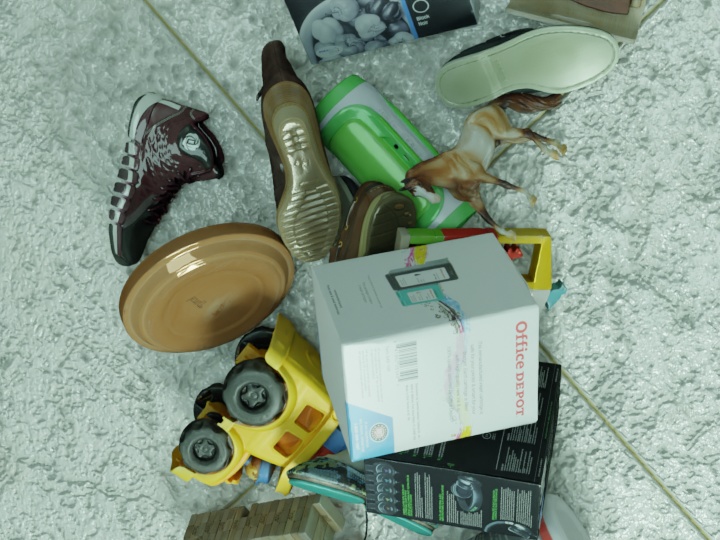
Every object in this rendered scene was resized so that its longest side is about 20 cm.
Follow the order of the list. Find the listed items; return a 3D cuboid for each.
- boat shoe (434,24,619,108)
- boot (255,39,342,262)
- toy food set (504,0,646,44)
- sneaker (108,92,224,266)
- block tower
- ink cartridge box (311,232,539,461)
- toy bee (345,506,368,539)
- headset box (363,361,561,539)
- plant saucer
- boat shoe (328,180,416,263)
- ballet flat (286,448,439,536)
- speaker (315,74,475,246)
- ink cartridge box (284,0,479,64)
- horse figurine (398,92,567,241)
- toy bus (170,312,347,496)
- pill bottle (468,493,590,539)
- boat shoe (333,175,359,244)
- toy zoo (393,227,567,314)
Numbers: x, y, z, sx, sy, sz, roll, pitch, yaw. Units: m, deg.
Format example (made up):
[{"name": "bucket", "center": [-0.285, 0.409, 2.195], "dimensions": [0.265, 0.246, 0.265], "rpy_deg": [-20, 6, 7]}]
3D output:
[{"name": "boat shoe", "center": [0.178, -0.223, 1.418], "dimensions": [0.197, 0.066, 0.075], "rpy_deg": [-16, 114, 23]}, {"name": "boot", "center": [-0.069, -0.130, 1.456], "dimensions": [0.071, 0.167, 0.202], "rpy_deg": [-10, 127, -3]}, {"name": "toy food set", "center": [0.242, -0.352, 1.393], "dimensions": [0.142, 0.060, 0.203], "rpy_deg": [15, 100, 11]}, {"name": "sneaker", "center": [-0.216, -0.095, 1.526], "dimensions": [0.114, 0.076, 0.203], "rpy_deg": [13, 99, 8]}, {"name": "block tower", "center": [-0.117, 0.303, 1.522], "dimensions": [0.198, 0.058, 0.054], "rpy_deg": [-17, 127, 29]}, {"name": "ink cartridge box", "center": [0.065, 0.074, 1.348], "dimensions": [0.197, 0.147, 0.148], "rpy_deg": [-10, 123, -10]}, {"name": "toy bee", "center": [-0.024, 0.345, 1.513], "dimensions": [0.129, 0.109, 0.203], "rpy_deg": [3, 98, 12]}, {"name": "headset box", "center": [0.104, 0.177, 1.420], "dimensions": [0.197, 0.175, 0.094], "rpy_deg": [7, 131, 11]}, {"name": "plant saucer", "center": [-0.164, 0.027, 1.458], "dimensions": [0.199, 0.200, 0.033], "rpy_deg": [-37, 55, 14]}, {"name": "boat shoe", "center": [0.000, 0.000, 1.432], "dimensions": [0.068, 0.071, 0.202], "rpy_deg": [41, 119, 47]}, {"name": "ballet flat", "center": [0.007, 0.231, 1.471], "dimensions": [0.199, 0.074, 0.075], "rpy_deg": [27, 104, -30]}, {"name": "speaker", "center": [0.036, -0.116, 1.457], "dimensions": [0.088, 0.088, 0.200], "rpy_deg": [-43, 86, 14]}, {"name": "ink cartridge box", "center": [0.009, -0.321, 1.400], "dimensions": [0.195, 0.044, 0.201], "rpy_deg": [-11, 136, 14]}, {"name": "horse figurine", "center": [0.141, -0.123, 1.420], "dimensions": [0.131, 0.050, 0.201], "rpy_deg": [28, 64, 10]}, {"name": "toy bus", "center": [-0.091, 0.182, 1.511], "dimensions": [0.191, 0.136, 0.200], "rpy_deg": [38, 105, -10]}, {"name": "pill bottle", "center": [0.156, 0.342, 1.466], "dimensions": [0.199, 0.116, 0.117], "rpy_deg": [-34, 88, 15]}, {"name": "boat shoe", "center": [0.025, -0.020, 1.496], "dimensions": [0.062, 0.073, 0.202], "rpy_deg": [-24, 84, -28]}, {"name": "toy zoo", "center": [0.127, 0.017, 1.432], "dimensions": [0.197, 0.021, 0.133], "rpy_deg": [-1, 119, -15]}]
